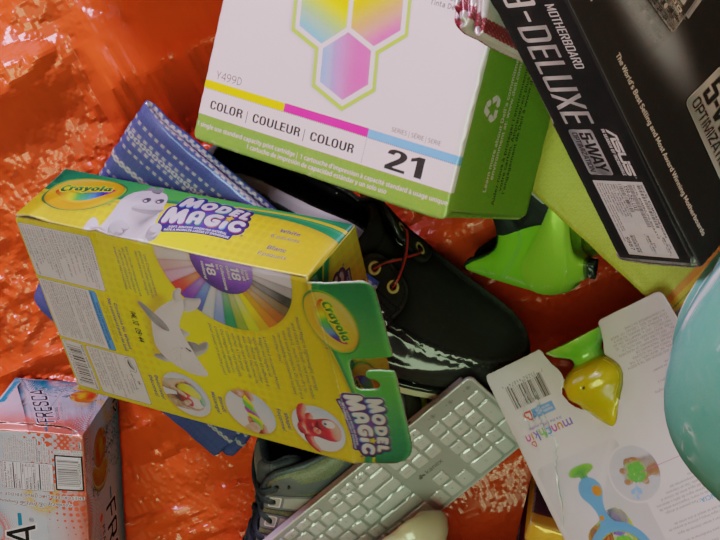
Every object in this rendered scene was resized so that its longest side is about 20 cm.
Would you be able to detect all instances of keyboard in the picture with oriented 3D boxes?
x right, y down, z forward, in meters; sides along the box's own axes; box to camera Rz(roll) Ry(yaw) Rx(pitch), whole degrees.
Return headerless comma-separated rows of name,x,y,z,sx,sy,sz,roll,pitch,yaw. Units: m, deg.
keyboard,-0.001,0.131,0.931,0.200,0.011,0.056,-40,117,14

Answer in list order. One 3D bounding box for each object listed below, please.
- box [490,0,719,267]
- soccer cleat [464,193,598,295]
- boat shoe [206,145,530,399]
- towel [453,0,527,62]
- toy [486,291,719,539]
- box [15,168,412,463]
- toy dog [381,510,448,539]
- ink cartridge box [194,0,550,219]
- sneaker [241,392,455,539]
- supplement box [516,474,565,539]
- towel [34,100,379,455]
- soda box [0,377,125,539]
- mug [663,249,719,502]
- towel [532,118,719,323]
box,0.129,-0.127,0.738,0.050,0.158,0.200,6,131,54
soccer cleat,0.080,-0.082,0.880,0.081,0.068,0.201,6,113,21
boat shoe,-0.001,0.002,0.914,0.201,0.074,0.063,28,142,1
towel,0.115,-0.173,0.771,0.144,0.023,0.201,19,81,-37
toy,0.154,0.115,0.865,0.115,0.047,0.201,-30,89,39
box,-0.063,0.022,0.857,0.199,0.048,0.118,14,135,31
toy dog,0.018,0.260,0.906,0.200,0.139,0.194,57,147,26
ink cartridge box,0.020,-0.138,0.810,0.147,0.076,0.201,19,102,32
sneaker,-0.036,0.124,0.967,0.081,0.074,0.200,33,108,-26
supplement box,0.126,0.214,0.975,0.110,0.086,0.201,13,112,4
towel,-0.086,0.011,0.918,0.145,0.024,0.200,39,141,-2
soda box,-0.171,0.164,1.016,0.063,0.068,0.201,4,111,9
mug,0.194,0.052,0.746,0.114,0.152,0.186,43,125,32
towel,0.147,-0.032,0.827,0.200,0.018,0.086,42,113,1
